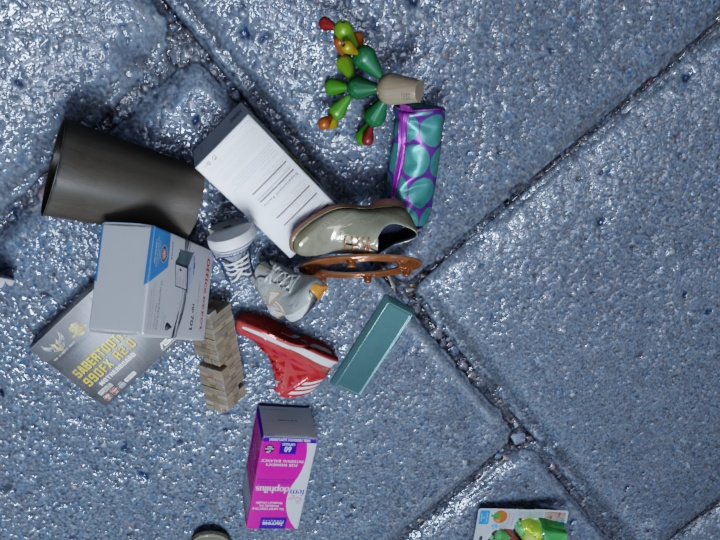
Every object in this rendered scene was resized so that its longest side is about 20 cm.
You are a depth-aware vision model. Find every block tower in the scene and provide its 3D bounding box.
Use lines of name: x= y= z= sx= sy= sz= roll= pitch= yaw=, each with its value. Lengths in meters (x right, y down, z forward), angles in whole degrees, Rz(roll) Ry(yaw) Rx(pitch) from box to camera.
block tower: x=-0.239 y=0.141 z=1.140 sx=0.054 sy=0.058 sz=0.202 roll=11 pitch=122 yaw=26

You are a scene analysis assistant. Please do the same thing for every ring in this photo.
ring: x=0.000 y=0.000 z=1.090 sx=0.198 sy=0.200 sz=0.019 roll=1 pitch=80 yaw=-14

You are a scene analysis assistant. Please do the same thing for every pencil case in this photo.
pencil case: x=0.081 y=-0.167 z=1.093 sx=0.092 sy=0.085 sz=0.202 roll=-15 pitch=119 yaw=-47

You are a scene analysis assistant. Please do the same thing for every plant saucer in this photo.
plant saucer: x=0.023 y=0.143 z=1.244 sx=0.069 sy=0.019 sz=0.201 roll=27 pitch=104 yaw=-22

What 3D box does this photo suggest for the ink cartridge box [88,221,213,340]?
ink cartridge box: x=-0.293 y=0.023 z=0.978 sx=0.085 sy=0.200 sz=0.148 roll=3 pitch=83 yaw=12

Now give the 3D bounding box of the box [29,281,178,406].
box: x=-0.402 y=0.102 z=1.104 sx=0.200 sy=0.048 sz=0.159 roll=-41 pitch=116 yaw=4

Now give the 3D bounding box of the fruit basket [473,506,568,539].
fruit basket: x=0.340 y=0.594 z=1.466 sx=0.198 sy=0.094 sz=0.187 roll=1 pitch=111 yaw=-11

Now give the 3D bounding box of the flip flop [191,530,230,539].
flip flop: x=-0.296 y=0.590 z=1.324 sx=0.080 sy=0.058 sz=0.202 roll=5 pitch=110 yaw=-16

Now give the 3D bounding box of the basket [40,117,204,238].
basket: x=-0.337 y=-0.121 z=0.975 sx=0.198 sy=0.180 sz=0.137 roll=14 pitch=98 yaw=-28

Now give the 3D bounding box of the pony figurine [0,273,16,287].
pony figurine: x=-0.594 y=-0.020 z=0.949 sx=0.165 sy=0.193 sz=0.202 roll=-9 pitch=95 yaw=-13

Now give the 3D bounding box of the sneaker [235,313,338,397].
sneaker: x=-0.145 y=0.159 z=1.177 sx=0.199 sy=0.078 sz=0.116 roll=27 pitch=102 yaw=-21

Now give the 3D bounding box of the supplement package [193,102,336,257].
supplement package: x=-0.144 y=-0.137 z=1.035 sx=0.109 sy=0.114 sz=0.200 roll=-43 pitch=117 yaw=5

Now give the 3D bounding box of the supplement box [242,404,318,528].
supplement box: x=-0.151 y=0.360 z=1.243 sx=0.100 sy=0.103 sz=0.202 roll=6 pitch=112 yaw=-17

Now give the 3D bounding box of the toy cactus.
toy cactus: x=0.010 y=-0.270 z=1.003 sx=0.164 sy=0.102 sz=0.202 roll=12 pitch=124 yaw=29

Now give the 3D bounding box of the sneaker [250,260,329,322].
sneaker: x=-0.124 y=0.025 z=1.069 sx=0.092 sy=0.199 sz=0.076 roll=48 pitch=66 yaw=-16

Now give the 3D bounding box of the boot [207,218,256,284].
boot: x=-0.184 y=-0.022 z=1.018 sx=0.072 sy=0.200 sz=0.091 roll=-18 pitch=103 yaw=-8

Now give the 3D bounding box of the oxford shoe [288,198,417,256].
oxford shoe: x=-0.008 y=-0.056 z=1.015 sx=0.198 sy=0.074 sz=0.071 roll=-18 pitch=135 yaw=-18
